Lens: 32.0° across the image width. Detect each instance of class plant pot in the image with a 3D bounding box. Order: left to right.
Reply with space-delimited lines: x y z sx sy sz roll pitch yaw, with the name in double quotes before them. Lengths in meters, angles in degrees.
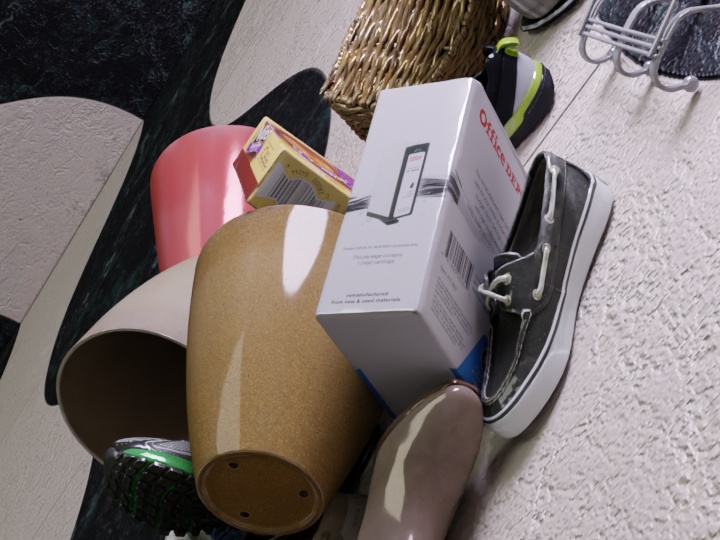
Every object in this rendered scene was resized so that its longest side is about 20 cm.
"plant pot" -0.177 0.077 1.252 0.188 0.186 0.201 -47 12 34
"plant pot" -0.148 -0.031 1.428 0.200 0.198 0.179 -45 35 37
"plant pot" -0.055 0.088 0.938 0.186 0.185 0.202 -45 23 38

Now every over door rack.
"over door rack" 0.226 -0.235 0.892 0.148 0.066 0.203 -127 47 -69

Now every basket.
"basket" 0.078 -0.211 1.261 0.141 0.149 0.202 13 72 35

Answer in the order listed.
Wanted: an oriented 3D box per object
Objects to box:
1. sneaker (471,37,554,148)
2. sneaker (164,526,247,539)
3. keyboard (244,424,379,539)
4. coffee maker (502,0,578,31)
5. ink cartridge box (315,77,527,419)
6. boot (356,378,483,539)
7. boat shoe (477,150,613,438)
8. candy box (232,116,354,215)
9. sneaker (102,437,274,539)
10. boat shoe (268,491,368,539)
"sneaker" 0.084 -0.121 1.093 0.201 0.082 0.072 -51 22 28
"sneaker" -0.136 0.249 1.029 0.200 0.076 0.086 -90 16 -76
"keyboard" -0.049 0.205 1.086 0.104 0.039 0.202 31 92 47
"coffee maker" 0.118 -0.344 1.133 0.135 0.198 0.194 -42 27 41
"ink cartridge box" 0.054 -0.014 0.908 0.083 0.146 0.202 -3 53 28
"boot" 0.029 0.189 0.820 0.147 0.069 0.202 -83 14 -62
"boat shoe" 0.113 0.014 0.869 0.070 0.063 0.202 -21 45 61
"candy box" -0.008 -0.038 1.037 0.057 0.199 0.117 -53 20 9
"sneaker" -0.114 0.162 1.004 0.078 0.198 0.086 -51 39 34
"boat shoe" -0.059 0.237 0.986 0.200 0.064 0.073 -47 34 31
